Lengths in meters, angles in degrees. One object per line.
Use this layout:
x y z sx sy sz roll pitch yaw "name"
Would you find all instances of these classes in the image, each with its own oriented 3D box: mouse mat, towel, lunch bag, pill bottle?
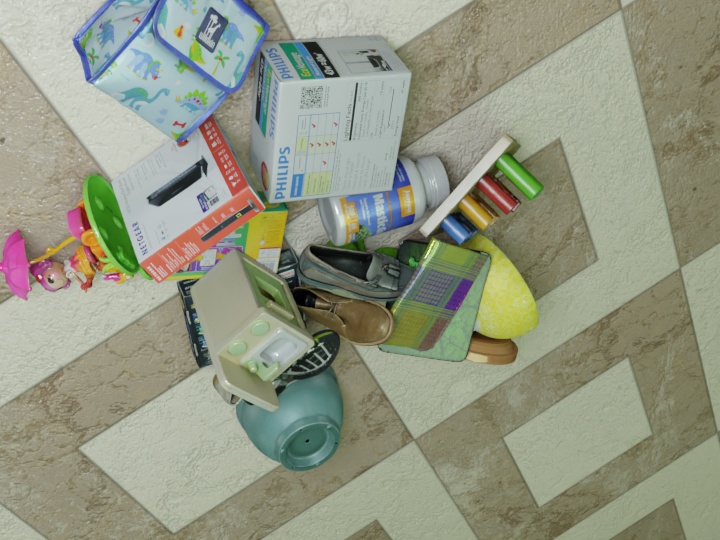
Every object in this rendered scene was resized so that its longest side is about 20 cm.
0.121 0.053 1.630 0.158 0.008 0.203 8 109 -10 "mouse mat"
0.110 0.045 1.578 0.142 0.023 0.202 13 114 -44 "towel"
-0.235 -0.290 1.264 0.200 0.128 0.170 -42 141 12 "lunch bag"
0.037 -0.118 1.563 0.197 0.112 0.113 -17 132 -14 "pill bottle"

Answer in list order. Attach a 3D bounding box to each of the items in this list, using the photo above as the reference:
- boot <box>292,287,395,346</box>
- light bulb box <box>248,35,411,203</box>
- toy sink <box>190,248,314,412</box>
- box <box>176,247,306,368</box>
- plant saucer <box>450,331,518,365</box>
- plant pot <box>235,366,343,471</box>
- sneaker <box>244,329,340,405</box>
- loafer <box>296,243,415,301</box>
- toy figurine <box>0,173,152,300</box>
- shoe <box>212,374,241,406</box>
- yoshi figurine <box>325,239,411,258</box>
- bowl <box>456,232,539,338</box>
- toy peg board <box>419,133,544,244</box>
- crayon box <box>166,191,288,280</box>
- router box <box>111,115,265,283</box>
-0.033 0.069 1.563 0.075 0.198 0.075 23 85 -49 "boot"
-0.050 -0.220 1.428 0.197 0.125 0.200 -7 129 -21 "light bulb box"
-0.156 0.088 1.488 0.112 0.201 0.130 -39 137 16 "toy sink"
-0.192 0.063 1.632 0.197 0.046 0.161 -18 131 -15 "box"
0.188 0.114 1.771 0.198 0.200 0.033 7 106 -31 "plant saucer"
-0.112 0.273 1.780 0.197 0.135 0.202 -14 130 -17 "plant pot"
-0.125 0.150 1.699 0.198 0.081 0.074 -29 128 11 "sneaker"
0.000 0.000 1.548 0.197 0.073 0.063 8 143 -8 "loafer"
-0.417 -0.019 1.412 0.182 0.152 0.200 -22 149 7 "toy figurine"
-0.174 0.140 1.632 0.069 0.054 0.201 19 116 -38 "shoe"
0.010 -0.012 1.646 0.197 0.112 0.114 0 110 -25 "yoshi figurine"
0.206 0.047 1.713 0.107 0.200 0.201 -34 134 -11 "bowl"
0.208 -0.109 1.594 0.200 0.098 0.200 -48 173 12 "toy peg board"
-0.218 -0.054 1.517 0.197 0.058 0.120 -4 127 -25 "crayon box"
-0.242 -0.104 1.366 0.178 0.201 0.049 -35 135 2 "router box"
